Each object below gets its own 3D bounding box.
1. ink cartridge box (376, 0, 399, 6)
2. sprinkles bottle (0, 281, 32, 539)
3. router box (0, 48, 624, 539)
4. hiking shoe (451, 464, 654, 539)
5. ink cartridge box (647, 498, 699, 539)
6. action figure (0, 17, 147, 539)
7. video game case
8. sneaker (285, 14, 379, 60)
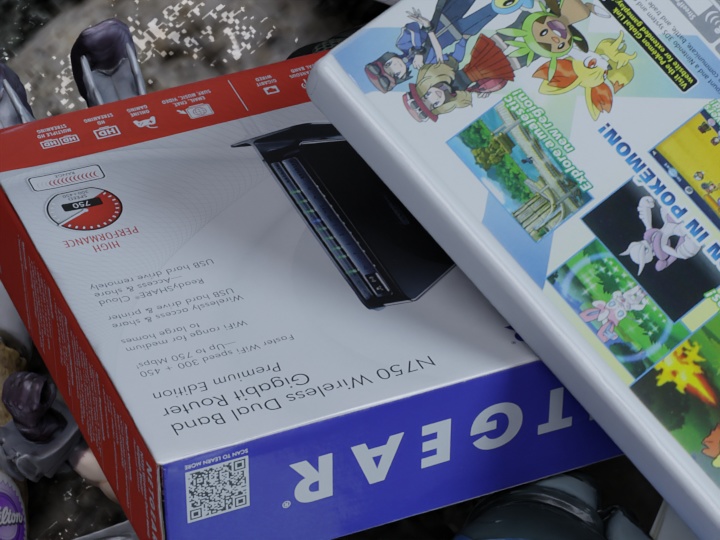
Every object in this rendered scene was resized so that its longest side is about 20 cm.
[{"bbox_3d":[0.067,-0.182,1.091,0.146,0.083,0.200,21,50,16],"label":"ink cartridge box"},{"bbox_3d":[-0.147,0.096,1.031,0.068,0.068,0.201,-6,65,5],"label":"sprinkles bottle"},{"bbox_3d":[0.000,0.000,0.930,0.199,0.049,0.180,-15,39,-18],"label":"router box"},{"bbox_3d":[0.096,0.145,0.865,0.200,0.075,0.087,37,32,13],"label":"hiking shoe"},{"bbox_3d":[0.199,0.107,0.932,0.199,0.083,0.147,25,29,18],"label":"ink cartridge box"},{"bbox_3d":[-0.076,0.016,1.024,0.130,0.069,0.201,-22,78,-12],"label":"action figure"},{"bbox_3d":[0.114,-0.033,0.884,0.182,0.022,0.200,-37,80,-24],"label":"video game case"},{"bbox_3d":[0.011,-0.004,1.054,0.114,0.076,0.200,-12,61,4],"label":"sneaker"}]
